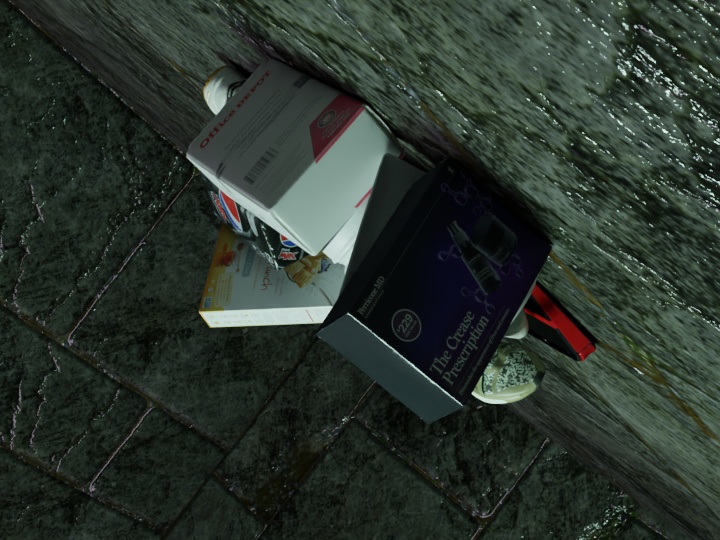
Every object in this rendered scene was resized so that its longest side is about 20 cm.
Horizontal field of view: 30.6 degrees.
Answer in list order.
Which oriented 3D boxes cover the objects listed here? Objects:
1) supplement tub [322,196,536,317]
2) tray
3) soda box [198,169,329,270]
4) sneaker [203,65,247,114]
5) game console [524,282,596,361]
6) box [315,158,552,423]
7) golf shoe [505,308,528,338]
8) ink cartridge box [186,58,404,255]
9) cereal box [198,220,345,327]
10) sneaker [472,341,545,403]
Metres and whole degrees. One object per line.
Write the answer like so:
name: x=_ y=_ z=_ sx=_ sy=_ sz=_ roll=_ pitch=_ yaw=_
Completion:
supplement tub: x=0.073 y=-0.007 z=1.409 sx=0.200 sy=0.145 sz=0.144 roll=38 pitch=176 yaw=-3
tray: x=0.039 y=-0.008 z=1.285 sx=0.107 sy=0.201 sz=0.022 roll=25 pitch=152 yaw=-16
soda box: x=-0.114 y=-0.073 z=1.500 sx=0.200 sy=0.071 sz=0.064 roll=38 pitch=151 yaw=56
sneaker: x=-0.124 y=-0.179 z=1.709 sx=0.088 sy=0.076 sz=0.200 roll=35 pitch=175 yaw=43
game console: x=0.191 y=0.028 z=1.626 sx=0.177 sy=0.031 sz=0.200 roll=48 pitch=170 yaw=-34
box: x=0.072 y=0.018 z=1.236 sx=0.141 sy=0.200 sz=0.079 roll=37 pitch=150 yaw=-8
golf shoe: x=0.122 y=0.027 z=1.598 sx=0.200 sy=0.078 sz=0.097 roll=38 pitch=177 yaw=38
ink cartridge box: x=-0.072 y=-0.123 z=1.370 sx=0.083 sy=0.147 sz=0.200 roll=45 pitch=173 yaw=-38
cereal box: x=-0.077 y=-0.006 z=1.521 sx=0.199 sy=0.144 sz=0.040 roll=-4 pitch=143 yaw=20
sneaker: x=0.118 y=0.090 z=1.515 sx=0.199 sy=0.077 sz=0.089 roll=20 pitch=163 yaw=35
